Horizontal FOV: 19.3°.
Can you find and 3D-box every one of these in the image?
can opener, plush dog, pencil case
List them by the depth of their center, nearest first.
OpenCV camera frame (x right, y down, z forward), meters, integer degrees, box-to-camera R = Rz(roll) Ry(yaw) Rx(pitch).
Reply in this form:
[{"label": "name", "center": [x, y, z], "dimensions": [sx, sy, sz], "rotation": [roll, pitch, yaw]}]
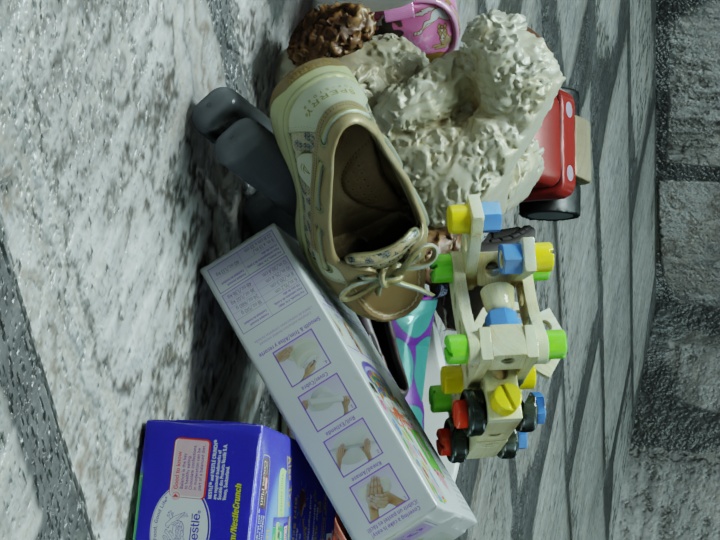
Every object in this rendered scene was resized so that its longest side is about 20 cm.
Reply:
[{"label": "can opener", "center": [-0.056, -0.047, 1.296], "dimensions": [0.053, 0.067, 0.200], "rotation": [53, 8, 26]}, {"label": "plush dog", "center": [0.020, -0.092, 1.370], "dimensions": [0.161, 0.172, 0.200], "rotation": [-53, 167, -18]}, {"label": "pencil case", "center": [0.028, -0.229, 1.454], "dimensions": [0.086, 0.083, 0.200], "rotation": [32, 45, -39]}, {"label": "pencil case", "center": [0.013, 0.105, 1.586], "dimensions": [0.092, 0.085, 0.200], "rotation": [-6, 101, -68]}]

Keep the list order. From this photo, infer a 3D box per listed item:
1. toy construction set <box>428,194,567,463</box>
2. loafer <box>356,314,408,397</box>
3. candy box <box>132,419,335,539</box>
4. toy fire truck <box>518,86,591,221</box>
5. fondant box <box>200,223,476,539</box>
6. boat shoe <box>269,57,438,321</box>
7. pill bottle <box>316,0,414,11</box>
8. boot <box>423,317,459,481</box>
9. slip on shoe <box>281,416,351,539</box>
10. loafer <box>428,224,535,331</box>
[{"label": "toy construction set", "center": [0.082, 0.045, 1.326], "dimensions": [0.200, 0.092, 0.131], "rotation": [68, 14, -70]}, {"label": "loafer", "center": [0.000, 0.000, 1.447], "dimensions": [0.072, 0.063, 0.200], "rotation": [8, 74, -54]}, {"label": "candy box", "center": [-0.075, 0.183, 1.261], "dimensions": [0.200, 0.077, 0.169], "rotation": [42, 53, -72]}, {"label": "toy fire truck", "center": [0.054, -0.108, 1.529], "dimensions": [0.200, 0.176, 0.129], "rotation": [14, 75, -61]}, {"label": "fondant box", "center": [-0.011, 0.079, 1.302], "dimensions": [0.200, 0.058, 0.144], "rotation": [58, 5, 15]}, {"label": "boat shoe", "center": [0.000, -0.032, 1.237], "dimensions": [0.063, 0.073, 0.200], "rotation": [53, -9, 44]}, {"label": "pill bottle", "center": [0.012, -0.276, 1.359], "dimensions": [0.120, 0.119, 0.200], "rotation": [78, 22, -52]}, {"label": "boot", "center": [0.045, 0.109, 1.702], "dimensions": [0.090, 0.073, 0.200], "rotation": [71, 15, -68]}, {"label": "slip on shoe", "center": [-0.022, 0.107, 1.491], "dimensions": [0.074, 0.061, 0.200], "rotation": [15, 79, -75]}, {"label": "loafer", "center": [0.096, 0.010, 1.621], "dimensions": [0.200, 0.073, 0.071], "rotation": [122, -40, -82]}]
